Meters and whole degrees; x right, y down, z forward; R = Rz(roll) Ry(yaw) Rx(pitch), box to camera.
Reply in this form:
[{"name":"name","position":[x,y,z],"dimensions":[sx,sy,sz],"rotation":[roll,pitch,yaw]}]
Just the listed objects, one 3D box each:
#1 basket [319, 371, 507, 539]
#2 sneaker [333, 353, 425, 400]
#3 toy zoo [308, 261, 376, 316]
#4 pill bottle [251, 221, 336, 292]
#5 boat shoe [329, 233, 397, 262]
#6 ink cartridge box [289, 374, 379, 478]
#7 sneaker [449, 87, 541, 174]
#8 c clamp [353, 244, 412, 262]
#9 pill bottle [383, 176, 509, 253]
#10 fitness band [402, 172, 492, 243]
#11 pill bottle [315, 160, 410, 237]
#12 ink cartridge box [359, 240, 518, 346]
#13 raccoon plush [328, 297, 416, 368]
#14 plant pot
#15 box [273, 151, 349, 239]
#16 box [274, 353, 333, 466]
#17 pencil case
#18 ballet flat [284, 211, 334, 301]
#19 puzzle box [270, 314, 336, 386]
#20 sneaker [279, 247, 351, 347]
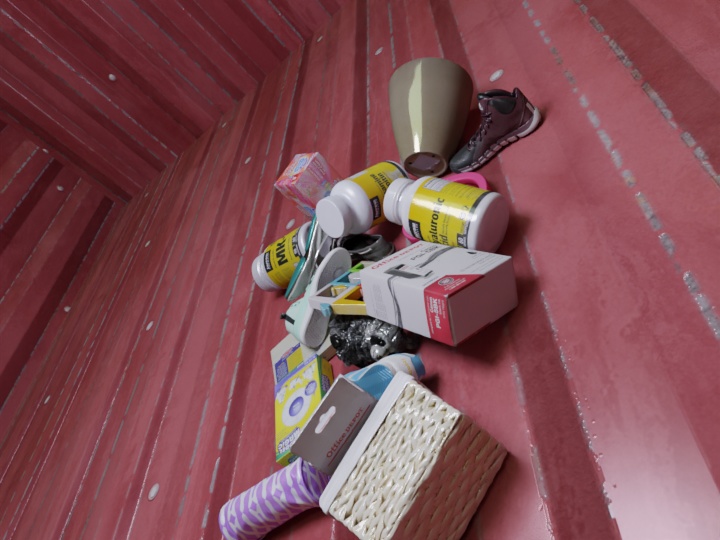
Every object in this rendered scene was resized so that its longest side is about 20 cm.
[{"name":"basket","position":[0.070,0.253,0.702],"dimensions":[0.123,0.135,0.201],"rotation":[16,69,54]},{"name":"sneaker","position":[0.025,0.185,0.896],"dimensions":[0.200,0.080,0.077],"rotation":[-33,76,53]},{"name":"toy zoo","position":[-0.002,0.033,1.008],"dimensions":[0.130,0.021,0.200],"rotation":[4,26,37]},{"name":"pill bottle","position":[-0.155,-0.025,1.301],"dimensions":[0.199,0.114,0.115],"rotation":[-26,38,38]},{"name":"boat shoe","position":[-0.004,-0.054,1.153],"dimensions":[0.199,0.057,0.067],"rotation":[10,55,50]},{"name":"ink cartridge box","position":[-0.008,0.224,0.766],"dimensions":[0.115,0.200,0.068],"rotation":[-53,32,-9]},{"name":"sneaker","position":[0.235,-0.281,1.088],"dimensions":[0.199,0.115,0.076],"rotation":[-33,34,24]},{"name":"c clamp","position":[0.000,0.000,1.161],"dimensions":[0.171,0.027,0.199],"rotation":[-48,33,-17]},{"name":"pill bottle","position":[0.140,-0.097,0.960],"dimensions":[0.199,0.111,0.112],"rotation":[22,73,37]},{"name":"fitness band","position":[0.163,-0.116,1.076],"dimensions":[0.199,0.037,0.144],"rotation":[-13,46,45]},{"name":"pill bottle","position":[0.008,-0.142,1.153],"dimensions":[0.199,0.113,0.112],"rotation":[-32,19,-36]},{"name":"ink cartridge box","position":[0.115,0.026,0.868],"dimensions":[0.146,0.084,0.199],"rotation":[-26,25,-32]},{"name":"raccoon plush","position":[0.021,0.077,0.979],"dimensions":[0.133,0.097,0.201],"rotation":[-25,50,24]},{"name":"plant pot","position":[0.142,-0.306,1.195],"dimensions":[0.186,0.187,0.202],"rotation":[-17,56,41]},{"name":"box","position":[-0.081,-0.163,1.275],"dimensions":[0.102,0.200,0.095],"rotation":[10,62,53]},{"name":"box","position":[-0.097,0.256,0.993],"dimensions":[0.117,0.048,0.201],"rotation":[-39,34,17]},{"name":"pencil case","position":[-0.135,0.369,0.889],"dimensions":[0.200,0.084,0.086],"rotation":[-38,68,22]},{"name":"ballet flat","position":[-0.095,-0.023,1.171],"dimensions":[0.069,0.069,0.202],"rotation":[15,84,56]},{"name":"puzzle box","position":[-0.099,0.147,1.133],"dimensions":[0.200,0.025,0.133],"rotation":[-42,32,12]},{"name":"sneaker","position":[-0.094,0.043,1.121],"dimensions":[0.118,0.073,0.202],"rotation":[12,78,57]}]
